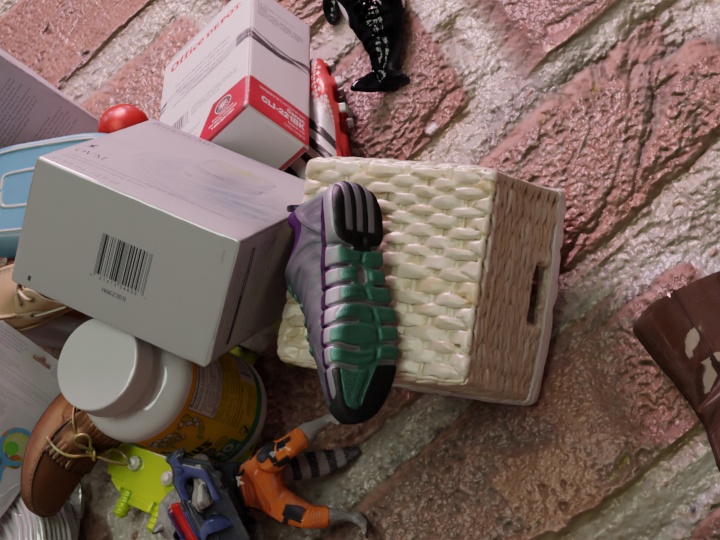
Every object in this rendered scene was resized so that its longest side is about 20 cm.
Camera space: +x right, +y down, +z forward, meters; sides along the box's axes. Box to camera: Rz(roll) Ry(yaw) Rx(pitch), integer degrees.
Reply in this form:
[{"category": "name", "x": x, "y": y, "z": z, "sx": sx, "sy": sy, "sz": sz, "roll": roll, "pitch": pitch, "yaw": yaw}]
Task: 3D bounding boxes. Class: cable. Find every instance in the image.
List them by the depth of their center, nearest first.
[{"category": "cable", "x": -0.371, "y": 0.294, "z": 1.681, "sx": 0.200, "sy": 0.069, "sz": 0.200, "roll": -16, "pitch": 64, "yaw": 25}]

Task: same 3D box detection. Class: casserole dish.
[{"category": "casserole dish", "x": -0.308, "y": -0.079, "z": 1.680, "sx": 0.200, "sy": 0.039, "sz": 0.121, "roll": -7, "pitch": 70, "yaw": 19}]

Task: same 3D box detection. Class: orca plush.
[{"category": "orca plush", "x": -0.006, "y": -0.274, "z": 1.691, "sx": 0.105, "sy": 0.071, "sz": 0.200, "roll": -10, "pitch": 66, "yaw": 28}]

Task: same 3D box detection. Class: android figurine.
[{"category": "android figurine", "x": -0.176, "y": 0.157, "z": 1.640, "sx": 0.182, "sy": 0.041, "sz": 0.200, "roll": 20, "pitch": 80, "yaw": 35}]

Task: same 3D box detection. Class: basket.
[{"category": "basket", "x": 0.052, "y": 0.005, "z": 1.467, "sx": 0.200, "sy": 0.161, "sz": 0.198, "roll": 7, "pitch": 85, "yaw": 29}]

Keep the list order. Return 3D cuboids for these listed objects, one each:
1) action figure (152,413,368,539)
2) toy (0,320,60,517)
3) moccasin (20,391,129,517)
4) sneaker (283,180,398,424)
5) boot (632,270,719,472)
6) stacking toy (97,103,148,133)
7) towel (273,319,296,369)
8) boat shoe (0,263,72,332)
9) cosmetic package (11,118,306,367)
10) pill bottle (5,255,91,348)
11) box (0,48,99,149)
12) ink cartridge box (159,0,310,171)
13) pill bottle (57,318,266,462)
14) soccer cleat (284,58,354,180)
[{"category": "action figure", "x": -0.091, "y": 0.221, "z": 1.527, "sx": 0.193, "sy": 0.200, "sz": 0.105, "roll": -12, "pitch": 23, "yaw": 8}, {"category": "toy", "x": -0.368, "y": 0.162, "z": 1.646, "sx": 0.200, "sy": 0.115, "sz": 0.047, "roll": -56, "pitch": 20, "yaw": -14}, {"category": "moccasin", "x": -0.257, "y": 0.150, "z": 1.626, "sx": 0.078, "sy": 0.074, "sz": 0.201, "roll": 24, "pitch": 73, "yaw": 44}, {"category": "sneaker", "x": -0.023, "y": 0.031, "z": 1.384, "sx": 0.088, "sy": 0.074, "sz": 0.200, "roll": -17, "pitch": 68, "yaw": 45}, {"category": "boot", "x": 0.334, "y": 0.063, "z": 1.365, "sx": 0.186, "sy": 0.064, "sz": 0.200, "roll": -33, "pitch": 53, "yaw": 13}, {"category": "stacking toy", "x": -0.208, "y": -0.082, "z": 1.704, "sx": 0.085, "sy": 0.085, "sz": 0.200, "roll": -32, "pitch": 69, "yaw": 16}, {"category": "towel", "x": 0.000, "y": 0.000, "z": 1.608, "sx": 0.200, "sy": 0.023, "sz": 0.144, "roll": -25, "pitch": 61, "yaw": 21}, {"category": "boat shoe", "x": -0.306, "y": 0.011, "z": 1.637, "sx": 0.200, "sy": 0.065, "sz": 0.071, "roll": -14, "pitch": 70, "yaw": 9}, {"category": "cosmetic package", "x": -0.160, "y": -0.032, "z": 1.480, "sx": 0.199, "sy": 0.200, "sz": 0.123, "roll": 22, "pitch": 111, "yaw": 16}, {"category": "pill bottle", "x": -0.305, "y": -0.026, "z": 1.745, "sx": 0.112, "sy": 0.112, "sz": 0.200, "roll": -1, "pitch": 70, "yaw": 31}, {"category": "box", "x": -0.401, "y": -0.182, "z": 1.811, "sx": 0.152, "sy": 0.200, "sz": 0.106, "roll": 36, "pitch": 91, "yaw": 37}, {"category": "ink cartridge box", "x": -0.125, "y": -0.162, "z": 1.655, "sx": 0.144, "sy": 0.084, "sz": 0.200, "roll": -39, "pitch": 34, "yaw": 30}, {"category": "pill bottle", "x": -0.178, "y": 0.107, "z": 1.511, "sx": 0.113, "sy": 0.200, "sz": 0.113, "roll": -9, "pitch": 69, "yaw": 25}, {"category": "soccer cleat", "x": -0.047, "y": -0.127, "z": 1.644, "sx": 0.085, "sy": 0.069, "sz": 0.200, "roll": -14, "pitch": 56, "yaw": 6}]
